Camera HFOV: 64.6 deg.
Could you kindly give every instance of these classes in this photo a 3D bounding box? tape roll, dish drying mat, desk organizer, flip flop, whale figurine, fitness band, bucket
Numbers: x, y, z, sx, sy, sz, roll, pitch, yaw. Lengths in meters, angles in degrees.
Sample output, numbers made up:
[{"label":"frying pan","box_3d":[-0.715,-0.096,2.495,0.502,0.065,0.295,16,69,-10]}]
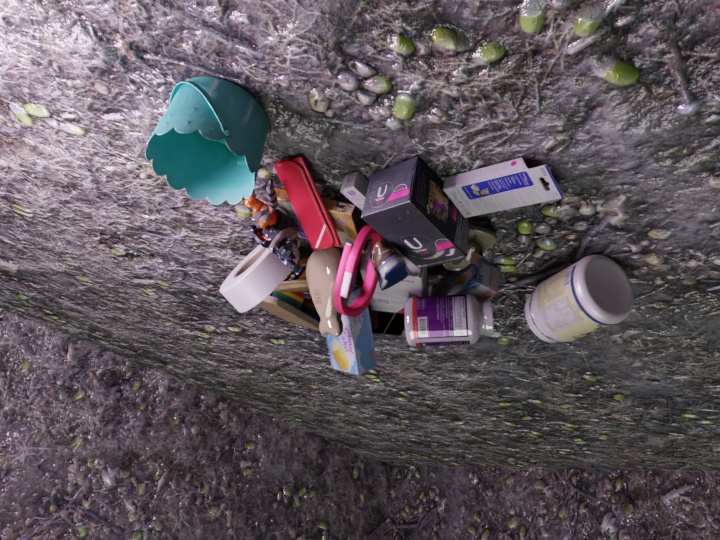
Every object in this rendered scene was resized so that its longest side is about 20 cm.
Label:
[{"label":"tape roll","box_3d":[-0.237,0.003,1.346,0.071,0.203,0.201,48,141,-16]},{"label":"dish drying mat","box_3d":[-0.107,-0.133,1.154,0.076,0.018,0.203,-4,122,35]},{"label":"desk organizer","box_3d":[0.051,0.123,1.519,0.197,0.079,0.071,9,159,-34]},{"label":"flip flop","box_3d":[0.230,-0.037,1.224,0.080,0.059,0.200,18,152,-9]},{"label":"whale figurine","box_3d":[-0.057,0.046,1.301,0.102,0.205,0.158,-4,179,-37]},{"label":"fitness band","box_3d":[0.000,0.000,1.209,0.037,0.204,0.143,19,-172,24]},{"label":"bucket","box_3d":[-0.264,-0.229,1.009,0.202,0.137,0.208,10,152,5]}]

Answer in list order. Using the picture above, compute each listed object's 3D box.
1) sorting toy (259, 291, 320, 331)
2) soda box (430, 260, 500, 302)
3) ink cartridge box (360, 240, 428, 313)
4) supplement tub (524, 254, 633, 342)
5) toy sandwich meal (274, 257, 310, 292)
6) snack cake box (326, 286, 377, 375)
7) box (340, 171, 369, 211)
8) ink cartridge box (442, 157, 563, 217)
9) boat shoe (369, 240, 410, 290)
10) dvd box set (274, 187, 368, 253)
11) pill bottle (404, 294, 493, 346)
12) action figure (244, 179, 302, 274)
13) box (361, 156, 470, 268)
[{"label":"sorting toy","box_3d":[-0.210,0.089,1.605,0.198,0.071,0.198,10,161,47]},{"label":"soda box","box_3d":[0.246,0.045,1.364,0.067,0.065,0.200,23,150,-18]},{"label":"ink cartridge box","box_3d":[0.088,0.023,1.371,0.144,0.087,0.201,7,150,12]},{"label":"supplement tub","box_3d":[0.461,0.068,1.220,0.142,0.148,0.200,20,152,-13]},{"label":"toy sandwich meal","box_3d":[-0.142,0.011,1.445,0.200,0.072,0.205,-5,175,0]},{"label":"snack cake box","box_3d":[-0.031,0.145,1.407,0.066,0.205,0.114,-17,-169,-37]},{"label":"box","box_3d":[0.038,-0.126,1.167,0.038,0.042,0.199,-11,144,40]},{"label":"ink cartridge box","box_3d":[0.256,-0.150,1.029,0.197,0.038,0.095,-6,146,38]},{"label":"boat shoe","box_3d":[0.058,-0.015,1.175,0.071,0.073,0.200,-28,167,-6]},{"label":"dvd box set","box_3d":[-0.087,-0.108,1.231,0.196,0.030,0.147,14,154,22]},{"label":"pill bottle","box_3d":[0.202,0.114,1.302,0.195,0.115,0.113,-4,150,10]},{"label":"action figure","box_3d":[-0.169,-0.090,1.189,0.199,0.105,0.194,41,172,32]},{"label":"box","box_3d":[0.112,-0.105,1.100,0.121,0.108,0.199,-13,142,40]}]
